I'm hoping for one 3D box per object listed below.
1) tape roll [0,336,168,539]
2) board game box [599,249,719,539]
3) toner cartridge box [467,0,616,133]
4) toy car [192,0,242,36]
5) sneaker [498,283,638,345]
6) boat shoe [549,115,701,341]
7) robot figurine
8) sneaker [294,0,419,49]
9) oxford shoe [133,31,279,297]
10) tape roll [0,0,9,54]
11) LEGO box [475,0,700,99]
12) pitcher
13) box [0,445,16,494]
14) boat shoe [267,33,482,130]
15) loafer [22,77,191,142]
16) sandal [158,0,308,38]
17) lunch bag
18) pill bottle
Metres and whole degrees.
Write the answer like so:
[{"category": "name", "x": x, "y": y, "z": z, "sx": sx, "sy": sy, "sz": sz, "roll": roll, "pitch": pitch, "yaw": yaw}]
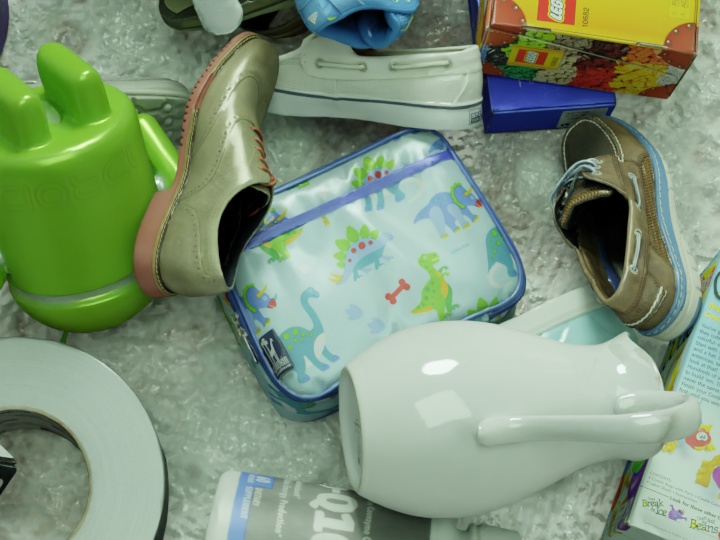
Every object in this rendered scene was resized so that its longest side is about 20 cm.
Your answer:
[{"category": "tape roll", "x": -0.227, "y": 0.149, "z": 1.054, "sx": 0.199, "sy": 0.066, "sz": 0.202, "roll": 1, "pitch": 74, "yaw": -3}, {"category": "board game box", "x": 0.248, "y": 0.105, "z": 1.073, "sx": 0.104, "sy": 0.103, "sz": 0.201, "roll": 22, "pitch": 73, "yaw": 5}, {"category": "toner cartridge box", "x": 0.129, "y": -0.205, "z": 1.194, "sx": 0.094, "sy": 0.043, "sz": 0.201, "roll": -3, "pitch": 73, "yaw": -6}, {"category": "toy car", "x": -0.124, "y": -0.253, "z": 1.130, "sx": 0.164, "sy": 0.158, "sz": 0.200, "roll": -40, "pitch": 75, "yaw": -23}, {"category": "sneaker", "x": 0.106, "y": 0.082, "z": 1.089, "sx": 0.199, "sy": 0.074, "sz": 0.082, "roll": -27, "pitch": 73, "yaw": -10}, {"category": "boat shoe", "x": 0.172, "y": -0.044, "z": 1.092, "sx": 0.072, "sy": 0.072, "sz": 0.201, "roll": 20, "pitch": 34, "yaw": -32}, {"category": "robot figurine", "x": -0.192, "y": -0.045, "z": 1.060, "sx": 0.175, "sy": 0.201, "sz": 0.116, "roll": -28, "pitch": 37, "yaw": -25}, {"category": "sneaker", "x": 0.018, "y": -0.202, "z": 1.101, "sx": 0.199, "sy": 0.076, "sz": 0.106, "roll": -17, "pitch": 79, "yaw": -37}, {"category": "oxford shoe", "x": -0.082, "y": -0.068, "z": 1.060, "sx": 0.074, "sy": 0.070, "sz": 0.201, "roll": 7, "pitch": 68, "yaw": 26}, {"category": "tape roll", "x": -0.359, "y": -0.200, "z": 1.145, "sx": 0.198, "sy": 0.085, "sz": 0.202, "roll": 1, "pitch": 73, "yaw": -4}, {"category": "LEGO box", "x": 0.166, "y": -0.238, "z": 1.142, "sx": 0.148, "sy": 0.077, "sz": 0.201, "roll": 8, "pitch": 73, "yaw": -2}, {"category": "pitcher", "x": 0.095, "y": 0.089, "z": 0.975, "sx": 0.198, "sy": 0.172, "sz": 0.122, "roll": -5, "pitch": 90, "yaw": -10}, {"category": "box", "x": -0.339, "y": 0.141, "z": 0.998, "sx": 0.198, "sy": 0.050, "sz": 0.201, "roll": 37, "pitch": 95, "yaw": 28}, {"category": "boat shoe", "x": -0.009, "y": -0.146, "z": 1.129, "sx": 0.199, "sy": 0.071, "sz": 0.070, "roll": 9, "pitch": 110, "yaw": 18}, {"category": "loafer", "x": -0.218, "y": -0.111, "z": 1.133, "sx": 0.199, "sy": 0.070, "sz": 0.070, "roll": -9, "pitch": 44, "yaw": -18}, {"category": "sandal", "x": -0.049, "y": -0.201, "z": 1.172, "sx": 0.200, "sy": 0.058, "sz": 0.080, "roll": -14, "pitch": 38, "yaw": -19}, {"category": "lunch bag", "x": 0.000, "y": 0.000, "z": 1.106, "sx": 0.199, "sy": 0.083, "sz": 0.161, "roll": -23, "pitch": 71, "yaw": -11}, {"category": "pill bottle", "x": -0.001, "y": 0.200, "z": 1.025, "sx": 0.198, "sy": 0.114, "sz": 0.115, "roll": 9, "pitch": 73, "yaw": -1}]
